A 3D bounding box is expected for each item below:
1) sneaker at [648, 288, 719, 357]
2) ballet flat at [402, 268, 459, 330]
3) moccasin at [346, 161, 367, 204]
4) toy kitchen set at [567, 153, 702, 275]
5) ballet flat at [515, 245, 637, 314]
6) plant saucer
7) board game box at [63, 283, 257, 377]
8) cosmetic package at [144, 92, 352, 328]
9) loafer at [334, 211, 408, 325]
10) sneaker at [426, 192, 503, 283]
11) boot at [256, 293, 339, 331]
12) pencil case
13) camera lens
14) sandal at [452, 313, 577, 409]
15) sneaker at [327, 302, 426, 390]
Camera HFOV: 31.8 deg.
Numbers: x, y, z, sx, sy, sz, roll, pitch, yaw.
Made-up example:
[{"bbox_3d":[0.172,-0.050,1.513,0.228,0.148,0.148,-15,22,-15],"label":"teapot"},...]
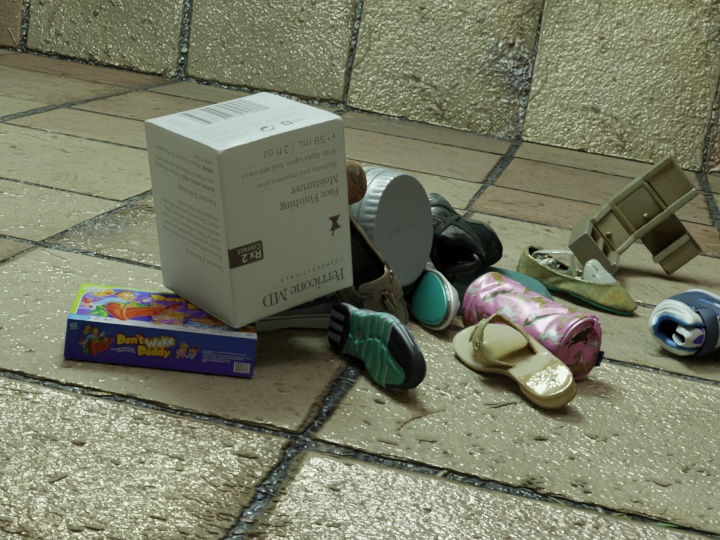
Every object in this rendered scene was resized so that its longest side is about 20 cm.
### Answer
[{"bbox_3d":[0.474,0.089,1.647,0.199,0.081,0.146,22,28,32],"label":"sneaker"},{"bbox_3d":[0.090,0.032,1.667,0.069,0.070,0.200,1,15,-27],"label":"ballet flat"},{"bbox_3d":[-0.087,-0.085,1.559,0.200,0.074,0.077,-15,-21,36],"label":"moccasin"},{"bbox_3d":[0.464,-0.052,2.027,0.164,0.200,0.180,51,18,-2],"label":"toy kitchen set"},{"bbox_3d":[0.320,0.008,1.870,0.199,0.071,0.070,19,18,34],"label":"ballet flat"},{"bbox_3d":[0.184,0.027,1.777,0.198,0.036,0.200,9,15,-2],"label":"plant saucer"},{"bbox_3d":[-0.215,0.064,1.381,0.198,0.045,0.135,6,15,-8],"label":"board game box"},{"bbox_3d":[-0.122,-0.073,1.399,0.164,0.202,0.165,-20,27,-32],"label":"cosmetic package"},{"bbox_3d":[0.000,0.000,1.504,0.072,0.201,0.063,-46,23,-25],"label":"loafer"},{"bbox_3d":[0.144,-0.023,1.745,0.199,0.076,0.115,31,32,-52],"label":"sneaker"},{"bbox_3d":[-0.100,0.020,1.524,0.199,0.091,0.073,-1,17,-34],"label":"boot"},{"bbox_3d":[0.208,0.065,1.552,0.086,0.084,0.199,-3,17,-35],"label":"pencil case"},{"bbox_3d":[-0.024,-0.055,1.659,0.199,0.162,0.159,2,9,35],"label":"camera lens"},{"bbox_3d":[0.168,0.081,1.441,0.077,0.070,0.211,-32,31,-15],"label":"sandal"},{"bbox_3d":[0.041,0.080,1.420,0.087,0.075,0.200,6,13,-28],"label":"sneaker"}]
